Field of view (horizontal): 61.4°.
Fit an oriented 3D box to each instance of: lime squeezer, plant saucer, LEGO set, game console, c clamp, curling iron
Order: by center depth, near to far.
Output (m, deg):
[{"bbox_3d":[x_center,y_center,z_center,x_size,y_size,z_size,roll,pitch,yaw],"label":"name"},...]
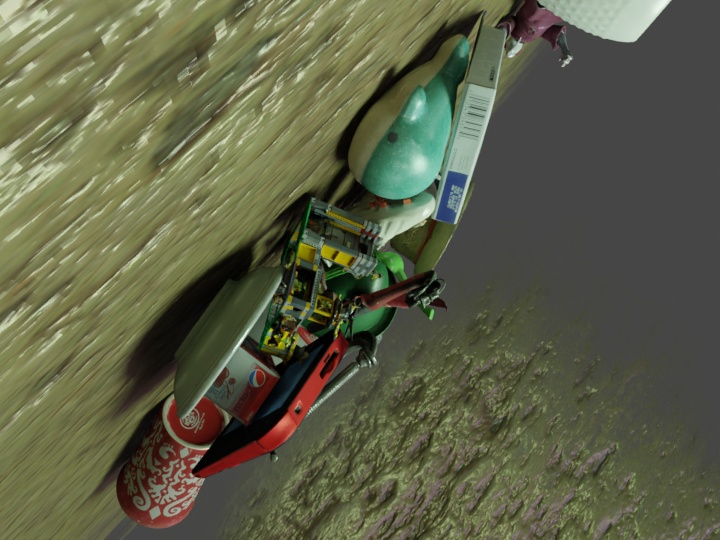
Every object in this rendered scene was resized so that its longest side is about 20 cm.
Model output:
[{"bbox_3d":[-0.160,0.067,0.686,0.201,0.050,0.201,-52,-171,12],"label":"plant saucer"},{"bbox_3d":[-0.039,0.021,0.736,0.203,0.113,0.155,-84,-160,-44],"label":"LEGO set"},{"bbox_3d":[0.012,0.042,0.742,0.196,0.026,0.050,-19,-156,27],"label":"curling iron"},{"bbox_3d":[-0.107,0.158,0.745,0.175,0.031,0.201,-30,-166,35],"label":"game console"},{"bbox_3d":[-0.047,0.146,0.749,0.199,0.027,0.170,-41,-168,-16],"label":"c clamp"},{"bbox_3d":[0.015,0.008,0.789,0.037,0.196,0.073,7,93,-60],"label":"lime squeezer"}]

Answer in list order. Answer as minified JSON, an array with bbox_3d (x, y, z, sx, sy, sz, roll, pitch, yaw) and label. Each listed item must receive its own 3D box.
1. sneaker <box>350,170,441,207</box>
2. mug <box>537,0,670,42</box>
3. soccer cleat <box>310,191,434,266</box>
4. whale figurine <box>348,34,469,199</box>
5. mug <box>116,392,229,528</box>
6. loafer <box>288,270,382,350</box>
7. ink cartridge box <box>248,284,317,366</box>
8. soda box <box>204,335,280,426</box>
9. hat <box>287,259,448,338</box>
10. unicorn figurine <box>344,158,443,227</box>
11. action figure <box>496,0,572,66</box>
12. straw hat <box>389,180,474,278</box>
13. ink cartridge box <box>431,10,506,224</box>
[{"bbox_3d":[0.074,-0.105,0.989,0.200,0.130,0.079,-48,-170,-29],"label":"sneaker"},{"bbox_3d":[0.237,-0.326,0.565,0.148,0.175,0.200,-45,174,-20],"label":"mug"},{"bbox_3d":[0.018,-0.056,0.802,0.196,0.079,0.069,-11,-158,35],"label":"soccer cleat"},{"bbox_3d":[0.073,-0.172,0.713,0.201,0.103,0.159,-50,174,-2],"label":"whale figurine"},{"bbox_3d":[-0.299,0.275,0.966,0.131,0.180,0.202,7,131,-36],"label":"mug"},{"bbox_3d":[-0.034,0.048,0.999,0.074,0.201,0.070,-33,-159,23],"label":"loafer"},{"bbox_3d":[-0.108,0.103,0.967,0.084,0.145,0.200,-43,175,8],"label":"ink cartridge box"},{"bbox_3d":[-0.150,0.129,0.766,0.071,0.063,0.200,-54,-171,-6],"label":"soda box"},{"bbox_3d":[0.000,0.000,0.843,0.177,0.194,0.170,114,-21,-65],"label":"hat"},{"bbox_3d":[0.045,-0.119,0.860,0.203,0.073,0.137,-60,-144,4],"label":"unicorn figurine"},{"bbox_3d":[0.260,-0.388,0.907,0.200,0.130,0.154,160,-68,-75],"label":"action figure"},{"bbox_3d":[0.086,-0.064,0.911,0.205,0.084,0.201,-63,180,-1],"label":"straw hat"},{"bbox_3d":[0.144,-0.200,0.792,0.203,0.039,0.203,99,7,-46],"label":"ink cartridge box"}]
